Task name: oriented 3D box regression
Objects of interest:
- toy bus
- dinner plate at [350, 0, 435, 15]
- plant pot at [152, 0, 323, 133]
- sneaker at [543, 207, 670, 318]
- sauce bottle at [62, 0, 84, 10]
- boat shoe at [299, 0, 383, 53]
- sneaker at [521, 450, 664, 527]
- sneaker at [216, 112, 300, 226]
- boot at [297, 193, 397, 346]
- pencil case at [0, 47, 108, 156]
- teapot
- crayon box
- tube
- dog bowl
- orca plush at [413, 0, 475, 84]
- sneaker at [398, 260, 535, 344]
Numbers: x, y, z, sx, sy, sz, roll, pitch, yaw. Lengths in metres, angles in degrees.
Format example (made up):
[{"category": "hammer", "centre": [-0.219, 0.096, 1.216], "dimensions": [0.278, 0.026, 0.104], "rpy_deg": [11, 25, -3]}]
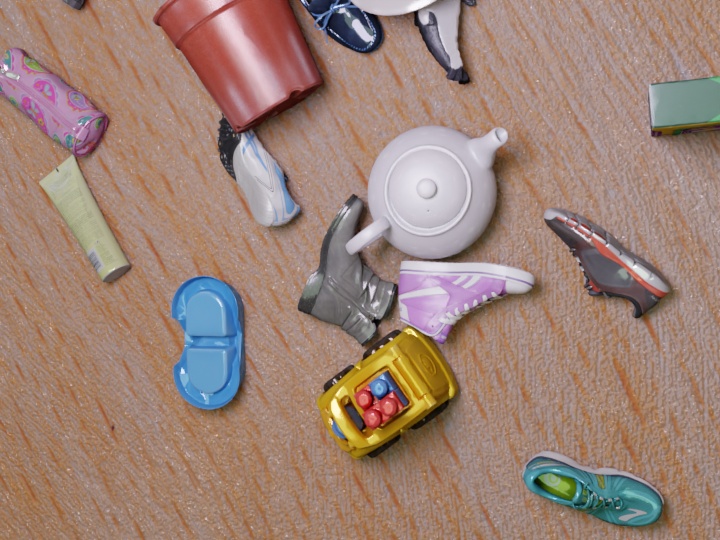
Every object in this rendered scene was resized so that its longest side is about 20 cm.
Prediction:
[{"category": "toy bus", "centre": [0.020, 0.188, 1.453], "dimensions": [0.199, 0.192, 0.136], "rpy_deg": [-37, 86, 17]}, {"category": "dinner plate", "centre": [0.063, -0.437, 1.423], "dimensions": [0.197, 0.024, 0.203], "rpy_deg": [-11, 61, 20]}, {"category": "plant pot", "centre": [-0.161, -0.315, 1.471], "dimensions": [0.199, 0.201, 0.197], "rpy_deg": [-28, 95, 16]}, {"category": "sneaker", "centre": [0.322, -0.007, 1.414], "dimensions": [0.199, 0.077, 0.082], "rpy_deg": [38, 110, 10]}, {"category": "sauce bottle", "centre": [-0.395, -0.492, 1.577], "dimensions": [0.066, 0.066, 0.201], "rpy_deg": [37, 101, 10]}, {"category": "boat shoe", "centre": [-0.055, -0.384, 1.488], "dimensions": [0.199, 0.069, 0.085], "rpy_deg": [40, 104, 9]}, {"category": "sneaker", "centre": [0.319, 0.313, 1.436], "dimensions": [0.197, 0.080, 0.079], "rpy_deg": [13, 98, 14]}, {"category": "sneaker", "centre": [-0.155, -0.154, 1.546], "dimensions": [0.072, 0.072, 0.202], "rpy_deg": [-41, 70, 43]}, {"category": "boot", "centre": [0.000, 0.000, 1.516], "dimensions": [0.129, 0.068, 0.202], "rpy_deg": [24, 105, 5]}, {"category": "pencil case", "centre": [-0.488, -0.263, 1.613], "dimensions": [0.199, 0.087, 0.088], "rpy_deg": [38, 103, 9]}, {"category": "teapot", "centre": [0.092, -0.106, 1.422], "dimensions": [0.194, 0.146, 0.203], "rpy_deg": [10, 95, 9]}, {"category": "crayon box", "centre": [0.448, -0.207, 1.294], "dimensions": [0.170, 0.200, 0.059], "rpy_deg": [-5, 93, 16]}, {"category": "tube", "centre": [-0.431, -0.079, 1.634], "dimensions": [0.058, 0.052, 0.201], "rpy_deg": [-29, 81, -26]}, {"category": "dog bowl", "centre": [-0.228, 0.108, 1.589], "dimensions": [0.110, 0.050, 0.203], "rpy_deg": [0, 94, 15]}, {"category": "orca plush", "centre": [0.109, -0.356, 1.462], "dimensions": [0.104, 0.071, 0.202], "rpy_deg": [-23, 93, -29]}, {"category": "sneaker", "centre": [0.148, 0.047, 1.460], "dimensions": [0.198, 0.072, 0.116], "rpy_deg": [1, 81, 27]}]
